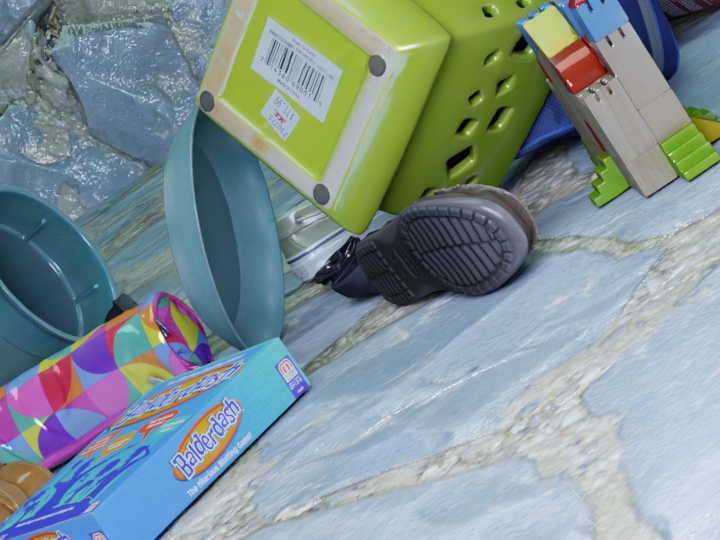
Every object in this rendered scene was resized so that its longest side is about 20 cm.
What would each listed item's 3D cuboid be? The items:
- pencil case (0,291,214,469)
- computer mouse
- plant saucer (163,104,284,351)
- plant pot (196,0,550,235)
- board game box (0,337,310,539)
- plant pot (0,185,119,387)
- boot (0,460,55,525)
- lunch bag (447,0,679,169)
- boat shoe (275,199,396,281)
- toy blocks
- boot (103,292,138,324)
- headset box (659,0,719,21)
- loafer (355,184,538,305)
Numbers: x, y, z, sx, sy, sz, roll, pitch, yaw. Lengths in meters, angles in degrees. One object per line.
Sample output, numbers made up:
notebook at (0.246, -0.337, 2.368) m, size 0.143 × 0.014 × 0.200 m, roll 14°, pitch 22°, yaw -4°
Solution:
pencil case at (-0.212, 0.094, 1.546) m, size 0.200 × 0.089 × 0.088 m, roll -31°, pitch 11°, yaw 18°
computer mouse at (0.000, 0.000, 1.481) m, size 0.059 × 0.034 × 0.200 m, roll -53°, pitch 8°, yaw -7°
plant saucer at (-0.106, -0.029, 1.443) m, size 0.036 × 0.201 × 0.200 m, roll -11°, pitch 16°, yaw 13°
plant pot at (0.008, -0.154, 1.372) m, size 0.181 × 0.200 × 0.199 m, roll -22°, pitch -35°, yaw -48°
board game box at (-0.145, 0.131, 1.282) m, size 0.152 × 0.045 × 0.200 m, roll -23°, pitch 15°, yaw 46°
plant pot at (-0.394, 0.046, 2.039) m, size 0.196 × 0.200 × 0.200 m, roll -37°, pitch 9°, yaw 23°
boot at (-0.322, 0.199, 1.417) m, size 0.200 × 0.077 × 0.155 m, roll -17°, pitch 22°, yaw 49°
lunch bag at (0.134, -0.163, 1.473) m, size 0.200 × 0.136 × 0.132 m, roll -22°, pitch 0°, yaw 41°
boat shoe at (0.014, -0.069, 1.631) m, size 0.200 × 0.062 × 0.072 m, roll -36°, pitch 11°, yaw -15°
toy blocks at (0.158, -0.128, 1.265) m, size 0.100 × 0.137 × 0.200 m, roll -34°, pitch 10°, yaw 2°
boot at (-0.262, 0.109, 1.699) m, size 0.200 × 0.066 × 0.165 m, roll -41°, pitch 10°, yaw -9°
headset box at (0.228, -0.283, 1.608) m, size 0.199 × 0.149 × 0.075 m, roll -13°, pitch -17°, yaw 32°
loafer at (0.062, -0.029, 1.283) m, size 0.071 × 0.073 × 0.200 m, roll -40°, pitch 12°, yaw -23°
